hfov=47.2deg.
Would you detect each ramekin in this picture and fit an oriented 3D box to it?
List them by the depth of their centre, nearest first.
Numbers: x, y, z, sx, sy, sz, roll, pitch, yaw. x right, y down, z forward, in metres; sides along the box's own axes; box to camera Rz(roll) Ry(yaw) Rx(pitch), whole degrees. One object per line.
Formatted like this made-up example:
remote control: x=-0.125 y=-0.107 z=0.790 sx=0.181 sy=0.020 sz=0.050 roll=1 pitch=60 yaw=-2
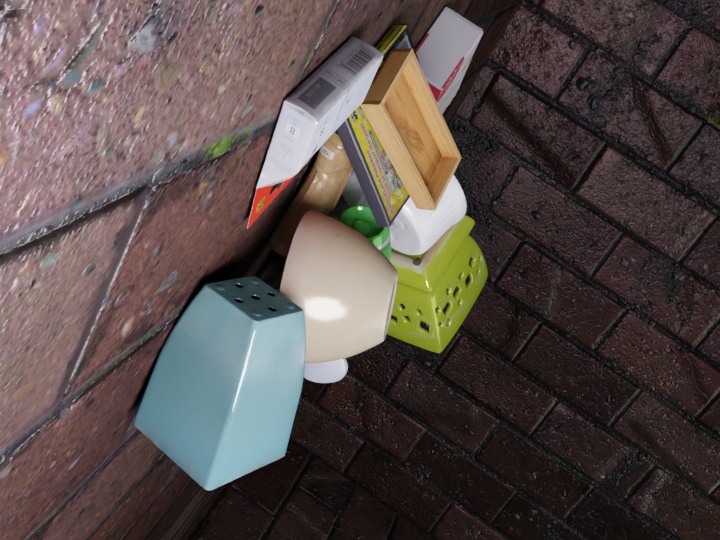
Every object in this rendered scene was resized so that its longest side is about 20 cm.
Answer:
ramekin: x=0.060 y=-0.118 z=1.299 sx=0.098 sy=0.200 sz=0.201 roll=-47 pitch=174 yaw=-17

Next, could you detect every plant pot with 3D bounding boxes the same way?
plant pot: x=-0.153 y=0.119 z=0.977 sx=0.141 sy=0.140 sz=0.202 roll=-12 pitch=127 yaw=-54
plant pot: x=-0.023 y=0.033 z=1.090 sx=0.200 sy=0.132 sz=0.204 roll=12 pitch=90 yaw=-85
plant pot: x=0.095 y=-0.010 z=1.447 sx=0.201 sy=0.197 sz=0.183 roll=-53 pitch=149 yaw=-30

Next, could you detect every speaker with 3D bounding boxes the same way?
speaker: x=0.000 y=0.000 z=1.243 sx=0.089 sy=0.087 sz=0.202 roll=-54 pitch=158 yaw=-38

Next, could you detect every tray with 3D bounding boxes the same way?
tray: x=0.071 y=-0.184 z=1.101 sx=0.099 sy=0.037 sz=0.201 roll=-62 pitch=141 yaw=-25

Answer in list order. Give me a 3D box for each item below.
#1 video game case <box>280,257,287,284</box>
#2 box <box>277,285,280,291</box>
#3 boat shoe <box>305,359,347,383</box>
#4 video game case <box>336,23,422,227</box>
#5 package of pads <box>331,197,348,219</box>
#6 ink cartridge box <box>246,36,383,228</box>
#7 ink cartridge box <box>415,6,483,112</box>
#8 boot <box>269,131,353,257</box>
video game case: x=-0.113 y=0.051 z=1.334 sx=0.200 sy=0.023 sz=0.185 roll=114 pitch=-23 yaw=-68
box: x=-0.085 y=-0.022 z=1.607 sx=0.202 sy=0.049 sz=0.158 roll=-58 pitch=176 yaw=-6
boat shoe: x=-0.116 y=0.144 z=1.468 sx=0.086 sy=0.199 sz=0.076 roll=-54 pitch=155 yaw=-77
video game case: x=0.042 y=-0.194 z=1.110 sx=0.182 sy=0.025 sz=0.201 roll=-55 pitch=138 yaw=-32
package of pads: x=-0.010 y=-0.060 z=1.508 sx=0.199 sy=0.068 sz=0.156 roll=-30 pitch=140 yaw=-43
ink cartridge box: x=-0.055 y=-0.146 z=0.941 sx=0.161 sy=0.047 sz=0.201 roll=-55 pitch=174 yaw=-42
ink cartridge box: x=0.131 y=-0.347 z=1.483 sx=0.148 sy=0.082 sz=0.200 roll=-56 pitch=176 yaw=-18
boot: x=-0.036 y=-0.124 z=1.179 sx=0.174 sy=0.066 sz=0.201 roll=-16 pitch=142 yaw=-50
